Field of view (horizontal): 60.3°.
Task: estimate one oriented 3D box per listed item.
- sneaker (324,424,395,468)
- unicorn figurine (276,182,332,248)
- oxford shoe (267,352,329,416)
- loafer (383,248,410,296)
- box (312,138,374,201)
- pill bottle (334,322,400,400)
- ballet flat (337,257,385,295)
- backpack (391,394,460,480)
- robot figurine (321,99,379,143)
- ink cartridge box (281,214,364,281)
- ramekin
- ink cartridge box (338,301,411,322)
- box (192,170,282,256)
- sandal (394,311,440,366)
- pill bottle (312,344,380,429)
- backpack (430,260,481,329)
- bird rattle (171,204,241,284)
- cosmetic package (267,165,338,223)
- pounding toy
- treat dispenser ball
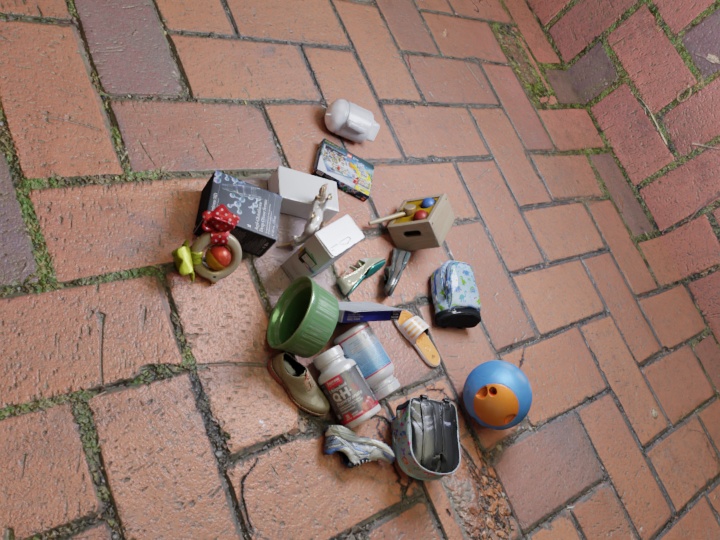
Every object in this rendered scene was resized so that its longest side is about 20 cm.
[{"bbox_3d":[-0.008,0.464,1.571,0.199,0.077,0.086,24,62,-14],"label":"sneaker"},{"bbox_3d":[-0.136,-0.140,1.733,0.074,0.137,0.200,37,64,-7],"label":"unicorn figurine"},{"bbox_3d":[-0.147,0.288,1.558,0.200,0.075,0.071,43,48,-8],"label":"oxford shoe"},{"bbox_3d":[0.098,0.003,1.918,0.063,0.072,0.200,26,42,3],"label":"loafer"},{"bbox_3d":[-0.052,-0.324,2.003,0.199,0.038,0.137,25,52,-22],"label":"box"},{"bbox_3d":[0.022,0.247,1.682,0.109,0.109,0.201,-26,81,-42],"label":"pill bottle"},{"bbox_3d":[0.000,0.000,1.842,0.070,0.069,0.200,51,47,0],"label":"ballet flat"},{"bbox_3d":[0.173,0.453,1.645,0.177,0.151,0.201,15,50,-26],"label":"backpack"},{"bbox_3d":[-0.036,-0.498,2.065,0.199,0.113,0.170,17,18,-29],"label":"robot figurine"},{"bbox_3d":[-0.104,-0.053,1.700,0.145,0.200,0.084,-36,89,-43],"label":"ink cartridge box"},{"bbox_3d":[-0.143,0.124,1.578,0.097,0.200,0.201,30,50,-28],"label":"ramekin"},{"bbox_3d":[0.004,0.116,1.691,0.199,0.200,0.041,1,93,-35],"label":"ink cartridge box"},{"bbox_3d":[-0.325,-0.149,1.657,0.199,0.107,0.149,19,56,-26],"label":"box"},{"bbox_3d":[0.186,0.193,1.866,0.207,0.059,0.079,52,47,0],"label":"sandal"},{"bbox_3d":[-0.041,0.299,1.605,0.110,0.111,0.201,-24,80,-42],"label":"pill bottle"},{"bbox_3d":[0.302,0.068,1.983,0.162,0.154,0.201,7,48,-25],"label":"backpack"},{"bbox_3d":[-0.369,-0.056,1.546,0.200,0.113,0.163,-45,127,-7],"label":"bird rattle"},{"bbox_3d":[-0.169,-0.222,1.832,0.199,0.081,0.113,12,58,-29],"label":"cosmetic package"},{"bbox_3d":[0.165,-0.159,1.982,0.143,0.199,0.184,62,41,-30],"label":"pounding toy"},{"bbox_3d":[0.404,0.367,1.828,0.200,0.201,0.202,17,56,-27],"label":"treat dispenser ball"}]
